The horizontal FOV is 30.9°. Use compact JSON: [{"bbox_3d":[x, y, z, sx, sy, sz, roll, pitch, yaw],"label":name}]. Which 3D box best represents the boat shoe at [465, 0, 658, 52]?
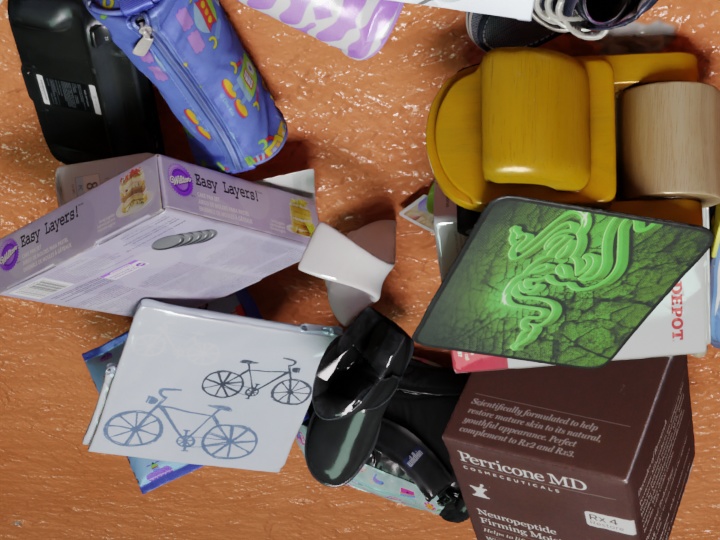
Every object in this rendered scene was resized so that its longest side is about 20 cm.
[{"bbox_3d":[0.127,-0.176,0.818,0.074,0.093,0.200,22,144,-18],"label":"boat shoe"}]

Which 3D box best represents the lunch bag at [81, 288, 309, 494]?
[{"bbox_3d":[-0.149,0.105,1.257,0.200,0.151,0.094,-27,176,33],"label":"lunch bag"}]

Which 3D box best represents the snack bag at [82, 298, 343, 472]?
[{"bbox_3d":[-0.132,0.103,1.144,0.188,0.021,0.200,10,130,-18],"label":"snack bag"}]

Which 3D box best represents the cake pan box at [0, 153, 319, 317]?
[{"bbox_3d":[-0.160,-0.017,1.029,0.200,0.053,0.184,-24,156,34],"label":"cake pan box"}]

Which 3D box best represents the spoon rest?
[{"bbox_3d":[0.000,0.000,1.060,0.060,0.100,0.200,26,-179,10],"label":"spoon rest"}]

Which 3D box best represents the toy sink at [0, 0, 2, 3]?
[{"bbox_3d":[-0.340,-0.206,0.874,0.200,0.112,0.130,29,142,-26],"label":"toy sink"}]

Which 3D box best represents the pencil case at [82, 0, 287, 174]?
[{"bbox_3d":[-0.121,-0.149,0.929,0.078,0.087,0.200,-13,142,14],"label":"pencil case"}]

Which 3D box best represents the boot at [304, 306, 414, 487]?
[{"bbox_3d":[-0.008,0.114,1.107,0.065,0.165,0.200,23,178,4],"label":"boot"}]

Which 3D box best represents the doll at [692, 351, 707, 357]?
[{"bbox_3d":[0.243,0.053,1.169,0.136,0.049,0.200,19,146,-5],"label":"doll"}]

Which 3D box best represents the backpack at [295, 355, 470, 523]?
[{"bbox_3d":[0.030,0.156,1.287,0.199,0.167,0.127,17,146,3],"label":"backpack"}]

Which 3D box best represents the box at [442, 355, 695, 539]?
[{"bbox_3d":[0.191,0.156,1.150,0.165,0.165,0.200,10,143,27],"label":"box"}]

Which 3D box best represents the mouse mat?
[{"bbox_3d":[0.136,0.015,0.921,0.160,0.008,0.200,8,145,-11],"label":"mouse mat"}]

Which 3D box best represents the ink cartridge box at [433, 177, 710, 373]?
[{"bbox_3d":[0.163,-0.007,1.009,0.199,0.083,0.146,-5,122,8],"label":"ink cartridge box"}]

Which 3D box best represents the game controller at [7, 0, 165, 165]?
[{"bbox_3d":[-0.211,-0.142,1.015,0.104,0.042,0.200,19,148,12],"label":"game controller"}]

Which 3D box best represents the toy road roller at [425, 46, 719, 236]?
[{"bbox_3d":[0.143,-0.088,0.871,0.199,0.124,0.146,-1,172,9],"label":"toy road roller"}]

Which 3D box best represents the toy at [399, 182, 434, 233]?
[{"bbox_3d":[0.142,-0.020,1.087,0.199,0.047,0.115,26,144,-22],"label":"toy"}]

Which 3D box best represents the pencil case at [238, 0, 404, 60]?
[{"bbox_3d":[-0.060,-0.210,0.833,0.199,0.086,0.084,25,-179,-21],"label":"pencil case"}]

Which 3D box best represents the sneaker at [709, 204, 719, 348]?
[{"bbox_3d":[0.320,0.001,1.053,0.082,0.074,0.200,0,146,10],"label":"sneaker"}]

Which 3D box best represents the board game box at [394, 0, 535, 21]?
[{"bbox_3d":[0.015,-0.250,0.719,0.198,0.043,0.201,8,125,-2],"label":"board game box"}]

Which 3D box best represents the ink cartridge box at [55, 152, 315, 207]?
[{"bbox_3d":[-0.138,-0.054,1.084,0.199,0.047,0.160,-11,162,-5],"label":"ink cartridge box"}]
